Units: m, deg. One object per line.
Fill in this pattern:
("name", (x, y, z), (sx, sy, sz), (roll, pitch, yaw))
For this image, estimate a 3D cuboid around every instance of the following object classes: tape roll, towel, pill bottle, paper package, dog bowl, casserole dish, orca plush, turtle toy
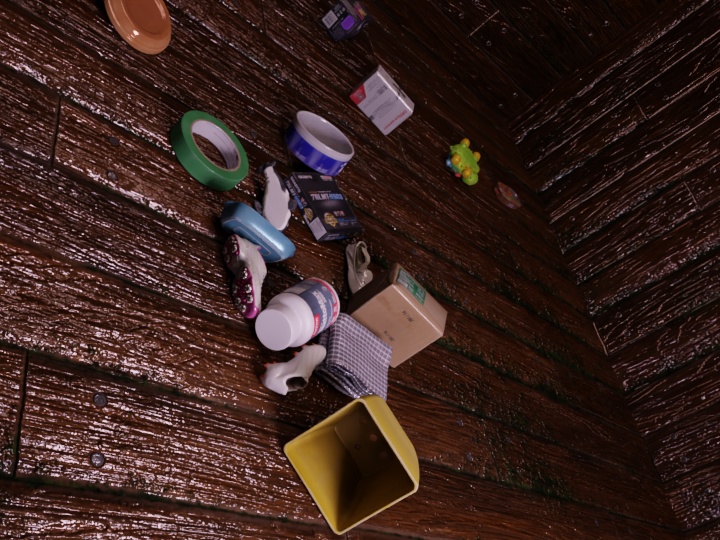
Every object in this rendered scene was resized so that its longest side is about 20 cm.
("tape roll", (-0.357, -0.285, 1.711), (0.200, 0.048, 0.201), (37, 33, -30))
("towel", (-0.011, 0.209, 1.674), (0.200, 0.085, 0.166), (38, 33, -28))
("pill bottle", (-0.138, 0.098, 1.562), (0.120, 0.119, 0.200), (55, 29, 2))
("paper package", (0.088, 0.115, 1.814), (0.200, 0.190, 0.104), (43, 30, -17))
("dog bowl", (-0.120, -0.367, 2.081), (0.199, 0.079, 0.201), (31, 27, -17))
("casserole dish", (-0.236, -0.079, 1.620), (0.200, 0.121, 0.039), (42, 61, -24))
("orca plush", (-0.222, -0.170, 1.806), (0.104, 0.071, 0.201), (-22, 67, -15))
("turtle toy", (0.433, -0.445, 3.029), (0.200, 0.101, 0.146), (47, 52, -19))

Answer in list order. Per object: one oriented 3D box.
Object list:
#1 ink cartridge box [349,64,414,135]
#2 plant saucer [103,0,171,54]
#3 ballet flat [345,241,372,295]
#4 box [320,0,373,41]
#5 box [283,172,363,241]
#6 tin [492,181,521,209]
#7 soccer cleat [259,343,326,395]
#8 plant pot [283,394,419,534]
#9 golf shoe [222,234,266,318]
("ink cartridge box", (0.081, -0.621, 2.634), (0.200, 0.144, 0.084), (45, 30, -18))
("plant saucer", (-0.536, -0.633, 1.764), (0.200, 0.037, 0.202), (33, 49, -49))
("ballet flat", (0.000, 0.000, 1.934), (0.069, 0.069, 0.201), (30, 37, -38))
("box", (-0.053, -0.993, 2.851), (0.106, 0.122, 0.200), (52, 28, -3))
("box", (-0.099, -0.178, 1.992), (0.199, 0.050, 0.200), (-9, 68, -60))
("tin", (0.689, -0.349, 3.386), (0.199, 0.042, 0.113), (17, 42, -48))
("soccer cleat", (-0.126, 0.210, 1.503), (0.077, 0.070, 0.199), (34, 27, 23))
("plant pot", (0.003, 0.362, 1.437), (0.201, 0.199, 0.176), (57, 18, 5))
("golf shoe", (-0.233, 0.012, 1.550), (0.091, 0.075, 0.201), (12, 51, -43))
